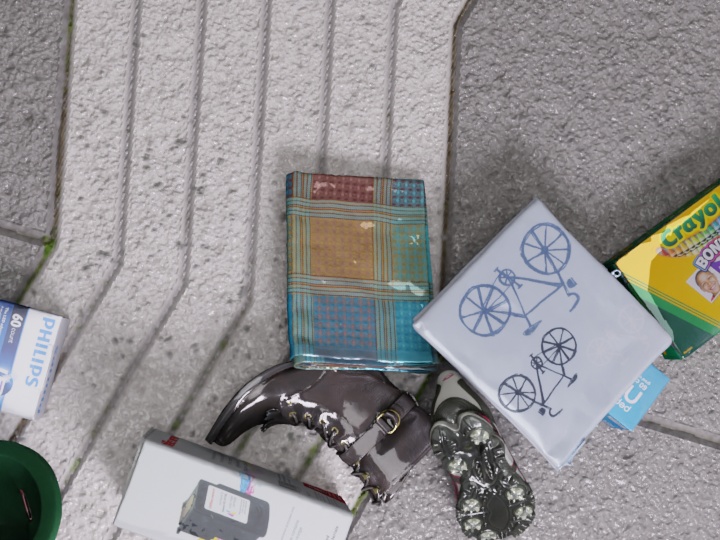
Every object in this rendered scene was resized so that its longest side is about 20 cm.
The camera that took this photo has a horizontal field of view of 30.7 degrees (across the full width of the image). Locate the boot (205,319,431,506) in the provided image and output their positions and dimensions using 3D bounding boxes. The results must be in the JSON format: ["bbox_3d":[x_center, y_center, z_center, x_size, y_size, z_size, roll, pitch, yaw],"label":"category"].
[{"bbox_3d":[-0.028,0.156,1.263,0.200,0.069,0.174,-37,89,-10],"label":"boot"}]

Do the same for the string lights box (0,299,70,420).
[{"bbox_3d":[-0.388,0.068,1.239,0.200,0.059,0.103,15,84,-4],"label":"string lights box"}]

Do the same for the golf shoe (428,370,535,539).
[{"bbox_3d":[0.117,0.181,1.248,0.077,0.088,0.200,-15,130,6],"label":"golf shoe"}]

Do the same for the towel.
[{"bbox_3d":[0.000,0.000,1.270,0.147,0.022,0.200,3,70,-14],"label":"towel"}]

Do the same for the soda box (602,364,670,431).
[{"bbox_3d":[0.202,0.071,1.295,0.200,0.064,0.068,39,83,-2],"label":"soda box"}]

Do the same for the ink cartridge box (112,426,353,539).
[{"bbox_3d":[-0.117,0.221,1.210,0.200,0.146,0.083,20,86,-3],"label":"ink cartridge box"}]

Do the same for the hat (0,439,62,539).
[{"bbox_3d":[-0.331,0.288,1.248,0.166,0.176,0.200,-23,50,-5],"label":"hat"}]

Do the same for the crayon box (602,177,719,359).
[{"bbox_3d":[0.358,-0.015,1.320,0.200,0.058,0.119,-36,90,-7],"label":"crayon box"}]

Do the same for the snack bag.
[{"bbox_3d":[0.178,0.057,1.242,0.200,0.021,0.189,45,70,2],"label":"snack bag"}]
